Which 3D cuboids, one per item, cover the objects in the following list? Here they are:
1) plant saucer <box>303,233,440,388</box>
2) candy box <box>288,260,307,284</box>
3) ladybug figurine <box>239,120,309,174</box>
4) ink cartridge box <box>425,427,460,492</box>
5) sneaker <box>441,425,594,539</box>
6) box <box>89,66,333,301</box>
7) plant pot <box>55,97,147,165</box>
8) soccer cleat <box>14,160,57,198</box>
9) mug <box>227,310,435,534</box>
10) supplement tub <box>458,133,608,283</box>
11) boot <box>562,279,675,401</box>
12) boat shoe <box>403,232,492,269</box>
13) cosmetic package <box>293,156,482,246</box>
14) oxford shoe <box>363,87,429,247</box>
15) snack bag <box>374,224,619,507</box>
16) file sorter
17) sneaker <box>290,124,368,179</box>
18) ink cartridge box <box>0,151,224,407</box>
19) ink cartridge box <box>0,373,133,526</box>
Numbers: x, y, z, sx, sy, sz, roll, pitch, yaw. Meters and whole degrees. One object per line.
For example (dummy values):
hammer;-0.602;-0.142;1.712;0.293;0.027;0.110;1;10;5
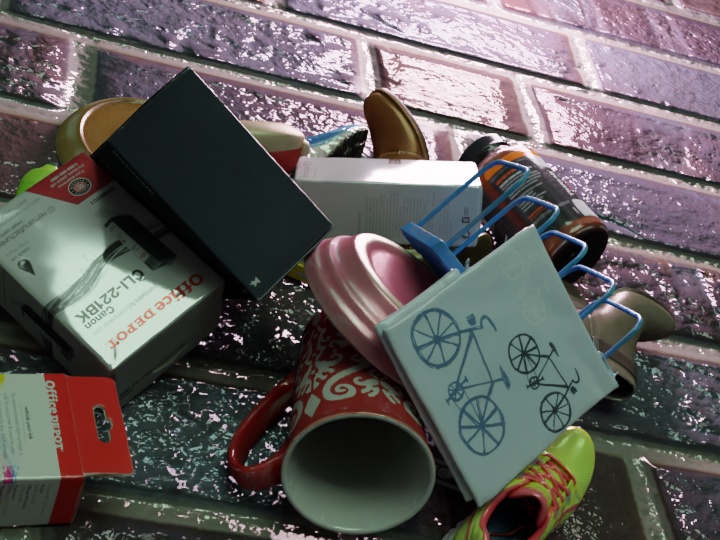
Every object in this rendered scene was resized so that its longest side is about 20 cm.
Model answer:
plant saucer;0.039;0.034;1.233;0.200;0.051;0.201;36;19;-15
candy box;0.000;0.000;1.467;0.200;0.026;0.102;24;34;0
ladybug figurine;-0.154;-0.125;1.421;0.199;0.072;0.136;3;4;10
ink cartridge box;0.095;0.136;1.341;0.200;0.043;0.198;21;38;-2
sneaker;0.158;0.210;1.204;0.078;0.090;0.200;43;59;6
box;-0.147;-0.075;1.264;0.104;0.182;0.200;-45;102;-12
plant pot;-0.244;-0.138;1.506;0.200;0.028;0.200;15;38;-12
soccer cleat;-0.259;-0.040;1.359;0.200;0.068;0.081;22;60;-7
mug;-0.025;0.121;1.214;0.177;0.134;0.200;9;31;-6
supplement tub;0.201;-0.078;1.601;0.107;0.107;0.200;-11;50;-37
boot;0.280;0.084;1.471;0.200;0.070;0.146;14;37;-18
boat shoe;0.067;0.004;1.427;0.066;0.074;0.200;11;19;35
cosmetic package;0.027;-0.076;1.432;0.199;0.074;0.102;3;19;-1
oxford shoe;0.038;-0.120;1.545;0.071;0.071;0.200;-12;77;-33
snack bag;0.126;0.077;1.185;0.200;0.021;0.189;-36;103;-27
file sorter;0.158;0.007;1.287;0.200;0.123;0.139;51;-2;-14
sneaker;-0.068;-0.142;1.563;0.090;0.079;0.200;35;36;25
ink cartridge box;-0.246;0.008;1.241;0.200;0.084;0.144;41;59;14
ink cartridge box;-0.299;0.148;1.099;0.200;0.067;0.116;3;43;-25
